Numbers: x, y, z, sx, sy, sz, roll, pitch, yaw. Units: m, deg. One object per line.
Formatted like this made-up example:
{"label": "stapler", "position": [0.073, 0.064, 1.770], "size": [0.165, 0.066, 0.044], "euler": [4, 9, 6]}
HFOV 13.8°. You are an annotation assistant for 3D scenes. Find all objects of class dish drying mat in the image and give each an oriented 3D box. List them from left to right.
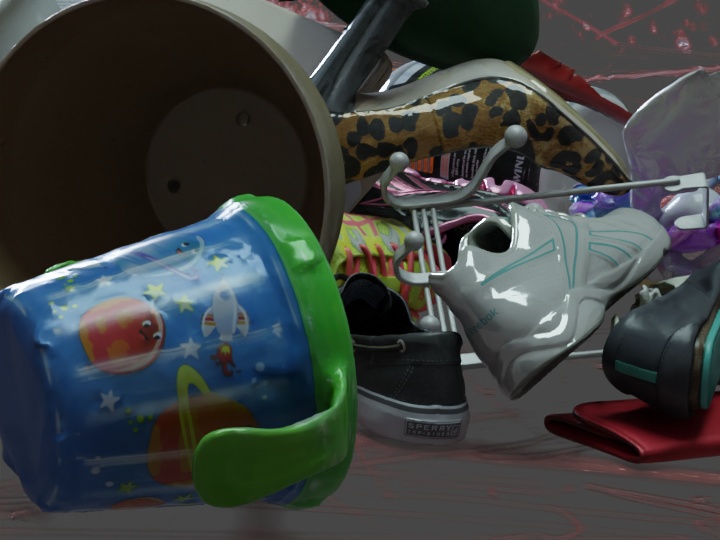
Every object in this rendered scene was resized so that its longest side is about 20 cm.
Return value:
{"label": "dish drying mat", "position": [0.193, 0.076, 1.526], "size": [0.199, 0.018, 0.077], "euler": [-2, 13, -37]}

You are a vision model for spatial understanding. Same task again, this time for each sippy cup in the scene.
{"label": "sippy cup", "position": [-0.087, 0.045, 1.274], "size": [0.130, 0.140, 0.178], "euler": [-10, -11, -23]}

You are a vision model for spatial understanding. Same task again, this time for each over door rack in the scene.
{"label": "over door rack", "position": [0.118, -0.010, 1.661], "size": [0.199, 0.067, 0.148], "euler": [3, 43, -10]}

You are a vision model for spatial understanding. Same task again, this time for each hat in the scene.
{"label": "hat", "position": [0.072, -0.121, 1.786], "size": [0.199, 0.177, 0.166], "euler": [-21, 2, -5]}

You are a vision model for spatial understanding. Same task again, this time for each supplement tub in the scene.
{"label": "supplement tub", "position": [0.084, -0.080, 2.066], "size": [0.199, 0.123, 0.122], "euler": [15, 14, 40]}

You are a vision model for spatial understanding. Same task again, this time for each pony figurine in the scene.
{"label": "pony figurine", "position": [0.201, -0.026, 1.827], "size": [0.193, 0.167, 0.200], "euler": [-26, -1, 26]}

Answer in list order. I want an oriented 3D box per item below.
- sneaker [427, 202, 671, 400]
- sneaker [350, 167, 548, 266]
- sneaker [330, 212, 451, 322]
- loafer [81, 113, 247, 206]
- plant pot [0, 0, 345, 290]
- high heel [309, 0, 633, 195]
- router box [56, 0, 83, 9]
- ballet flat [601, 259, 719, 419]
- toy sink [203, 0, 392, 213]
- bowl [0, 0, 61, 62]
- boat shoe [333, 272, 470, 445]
{"label": "sneaker", "position": [0.099, -0.005, 1.516], "size": [0.080, 0.070, 0.200], "euler": [47, 27, 3]}
{"label": "sneaker", "position": [0.024, -0.025, 1.898], "size": [0.199, 0.079, 0.095], "euler": [4, 21, 3]}
{"label": "sneaker", "position": [0.000, 0.000, 1.697], "size": [0.090, 0.079, 0.200], "euler": [10, 10, 16]}
{"label": "loafer", "position": [-0.101, -0.077, 1.690], "size": [0.073, 0.071, 0.200], "euler": [40, 49, 11]}
{"label": "plant pot", "position": [-0.091, -0.045, 1.559], "size": [0.199, 0.201, 0.134], "euler": [8, 7, 16]}
{"label": "high heel", "position": [0.049, -0.061, 1.733], "size": [0.200, 0.143, 0.071], "euler": [34, 6, -15]}
{"label": "router box", "position": [-0.228, -0.126, 1.825], "size": [0.199, 0.180, 0.049], "euler": [5, -37, 34]}
{"label": "ballet flat", "position": [0.167, 0.030, 1.540], "size": [0.073, 0.073, 0.200], "euler": [8, 13, 17]}
{"label": "toy sink", "position": [-0.060, -0.081, 1.852], "size": [0.200, 0.130, 0.112], "euler": [25, -21, 44]}
{"label": "bowl", "position": [-0.226, -0.079, 1.653], "size": [0.090, 0.201, 0.201], "euler": [49, 12, -14]}
{"label": "boat shoe", "position": [0.001, 0.035, 1.523], "size": [0.070, 0.067, 0.200], "euler": [2, 11, -20]}
